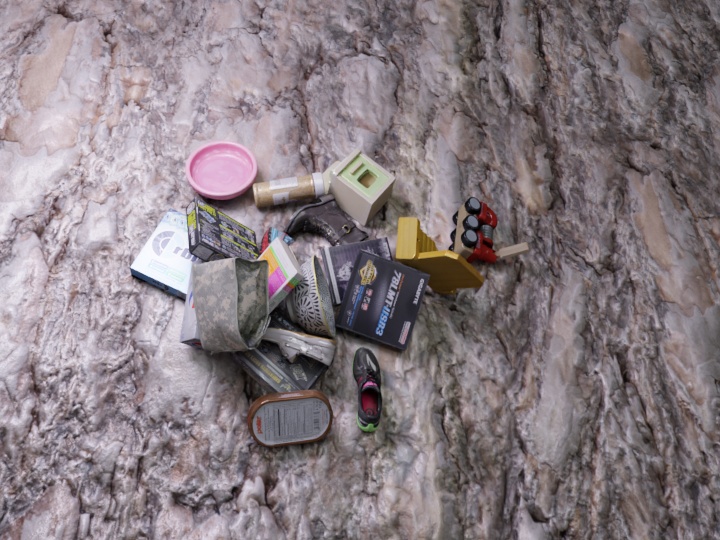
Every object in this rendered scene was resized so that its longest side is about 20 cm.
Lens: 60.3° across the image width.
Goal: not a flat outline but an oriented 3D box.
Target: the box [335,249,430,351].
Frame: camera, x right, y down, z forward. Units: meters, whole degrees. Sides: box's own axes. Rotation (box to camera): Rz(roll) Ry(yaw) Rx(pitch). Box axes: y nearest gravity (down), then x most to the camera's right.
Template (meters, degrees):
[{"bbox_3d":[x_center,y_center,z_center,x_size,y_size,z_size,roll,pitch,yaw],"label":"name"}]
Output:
[{"bbox_3d":[0.055,0.074,1.568,0.193,0.050,0.206,19,93,-1],"label":"box"}]

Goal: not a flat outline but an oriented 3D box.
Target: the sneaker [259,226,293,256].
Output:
[{"bbox_3d":[-0.210,-0.009,1.589,0.093,0.079,0.207,16,68,-26],"label":"sneaker"}]

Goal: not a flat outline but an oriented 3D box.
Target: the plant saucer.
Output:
[{"bbox_3d":[-0.380,-0.269,1.707,0.193,0.051,0.206,3,55,-5],"label":"plant saucer"}]

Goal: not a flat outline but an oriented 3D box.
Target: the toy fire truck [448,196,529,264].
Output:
[{"bbox_3d":[0.371,-0.100,1.781,0.195,0.129,0.180,23,55,-14],"label":"toy fire truck"}]

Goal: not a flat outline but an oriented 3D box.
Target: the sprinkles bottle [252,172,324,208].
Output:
[{"bbox_3d":[-0.197,-0.221,1.709,0.193,0.069,0.070,-10,61,-8],"label":"sprinkles bottle"}]

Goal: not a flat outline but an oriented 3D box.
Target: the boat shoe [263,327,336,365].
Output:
[{"bbox_3d":[-0.156,0.178,1.440,0.193,0.071,0.072,11,82,8],"label":"boat shoe"}]

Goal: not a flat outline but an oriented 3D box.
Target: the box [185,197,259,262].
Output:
[{"bbox_3d":[-0.335,-0.071,1.530,0.198,0.044,0.163,32,29,-42],"label":"box"}]

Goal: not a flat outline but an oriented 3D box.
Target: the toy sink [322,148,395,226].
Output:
[{"bbox_3d":[-0.019,-0.254,1.766,0.198,0.113,0.131,38,57,10],"label":"toy sink"}]

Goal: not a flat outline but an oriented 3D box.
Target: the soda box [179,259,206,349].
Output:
[{"bbox_3d":[-0.373,0.077,1.473,0.068,0.062,0.206,28,57,-44],"label":"soda box"}]

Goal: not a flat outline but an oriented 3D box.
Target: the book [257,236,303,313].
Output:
[{"bbox_3d":[-0.229,0.040,1.467,0.200,0.048,0.135,-45,44,10],"label":"book"}]

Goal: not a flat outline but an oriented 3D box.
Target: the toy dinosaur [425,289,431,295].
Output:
[{"bbox_3d":[0.106,0.045,1.641,0.194,0.090,0.048,-12,37,-22],"label":"toy dinosaur"}]

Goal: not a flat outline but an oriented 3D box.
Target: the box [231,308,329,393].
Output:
[{"bbox_3d":[-0.185,0.211,1.484,0.198,0.049,0.159,37,59,9],"label":"box"}]

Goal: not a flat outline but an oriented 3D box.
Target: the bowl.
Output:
[{"bbox_3d":[-0.129,0.074,1.518,0.091,0.202,0.206,-15,62,4],"label":"bowl"}]

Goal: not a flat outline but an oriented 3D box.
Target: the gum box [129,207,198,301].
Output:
[{"bbox_3d":[-0.455,-0.040,1.566,0.166,0.045,0.204,24,56,0],"label":"gum box"}]

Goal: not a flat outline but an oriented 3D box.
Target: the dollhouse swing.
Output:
[{"bbox_3d":[0.218,-0.051,1.617,0.199,0.173,0.187,36,47,-37],"label":"dollhouse swing"}]

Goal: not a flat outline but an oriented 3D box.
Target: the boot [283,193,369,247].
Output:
[{"bbox_3d":[-0.091,-0.103,1.688,0.198,0.069,0.176,-34,80,-22],"label":"boot"}]

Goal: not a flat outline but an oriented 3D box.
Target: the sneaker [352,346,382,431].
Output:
[{"bbox_3d":[0.024,0.275,1.479,0.074,0.084,0.206,0,60,-14],"label":"sneaker"}]

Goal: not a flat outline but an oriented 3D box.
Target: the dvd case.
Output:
[{"bbox_3d":[0.000,0.000,1.654,0.194,0.016,0.154,-11,80,-21],"label":"dvd case"}]

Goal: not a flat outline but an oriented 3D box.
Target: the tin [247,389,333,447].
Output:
[{"bbox_3d":[-0.156,0.331,1.391,0.193,0.042,0.116,-3,94,-16],"label":"tin"}]

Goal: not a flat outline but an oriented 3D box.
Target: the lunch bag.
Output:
[{"bbox_3d":[-0.287,0.082,1.383,0.116,0.160,0.208,5,81,-50],"label":"lunch bag"}]
